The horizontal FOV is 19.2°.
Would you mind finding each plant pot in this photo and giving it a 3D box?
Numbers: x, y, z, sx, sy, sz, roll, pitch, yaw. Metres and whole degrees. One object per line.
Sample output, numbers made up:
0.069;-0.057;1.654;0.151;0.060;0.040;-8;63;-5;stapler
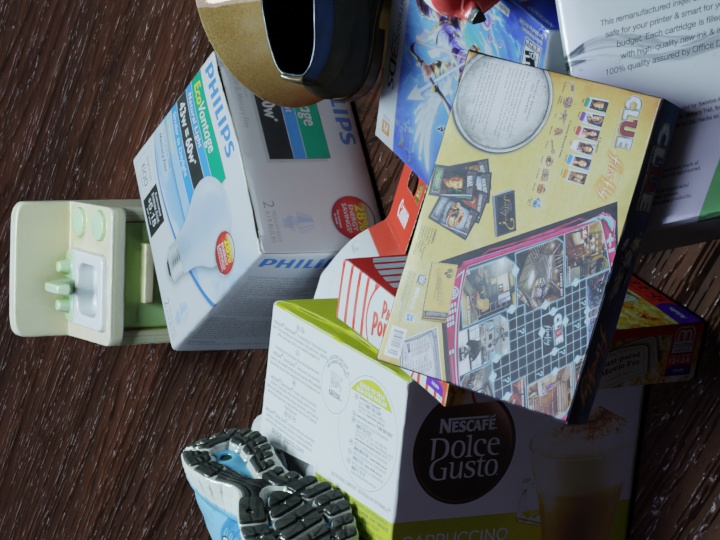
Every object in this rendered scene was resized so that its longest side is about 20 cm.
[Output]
0.003;-0.236;1.656;0.200;0.186;0.187;-10;82;43;plant pot

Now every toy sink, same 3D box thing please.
-0.215;0.001;1.998;0.112;0.199;0.131;10;100;60;toy sink

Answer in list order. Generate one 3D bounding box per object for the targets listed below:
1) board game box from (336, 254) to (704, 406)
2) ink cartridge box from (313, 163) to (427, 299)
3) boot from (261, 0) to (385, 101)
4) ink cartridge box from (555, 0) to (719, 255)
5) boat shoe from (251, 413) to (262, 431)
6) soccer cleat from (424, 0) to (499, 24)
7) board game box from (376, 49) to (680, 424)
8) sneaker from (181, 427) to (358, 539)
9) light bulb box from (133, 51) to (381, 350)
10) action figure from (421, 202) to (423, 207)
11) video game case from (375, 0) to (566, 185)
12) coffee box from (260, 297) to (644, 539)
0.107;0.033;1.442;0.151;0.199;0.046;37;125;53;board game box
0.000;0.000;1.670;0.163;0.057;0.201;-111;33;-78;ink cartridge box
-0.023;-0.222;1.532;0.074;0.097;0.201;1;94;24;boot
0.208;-0.123;1.319;0.146;0.083;0.201;-12;79;26;ink cartridge box
-0.073;0.206;1.875;0.202;0.086;0.075;63;142;36;boat shoe
0.121;-0.233;1.419;0.085;0.200;0.069;50;164;43;soccer cleat
0.101;-0.021;1.294;0.135;0.035;0.201;18;91;28;board game box
-0.055;0.187;1.484;0.200;0.078;0.090;42;146;54;sneaker
-0.091;-0.058;1.856;0.200;0.124;0.199;-46;53;52;light bulb box
0.092;-0.090;1.607;0.200;0.055;0.119;-46;54;57;action figure
0.083;-0.131;1.503;0.200;0.045;0.182;47;140;47;video game case
0.059;0.135;1.530;0.200;0.199;0.199;27;115;57;coffee box
